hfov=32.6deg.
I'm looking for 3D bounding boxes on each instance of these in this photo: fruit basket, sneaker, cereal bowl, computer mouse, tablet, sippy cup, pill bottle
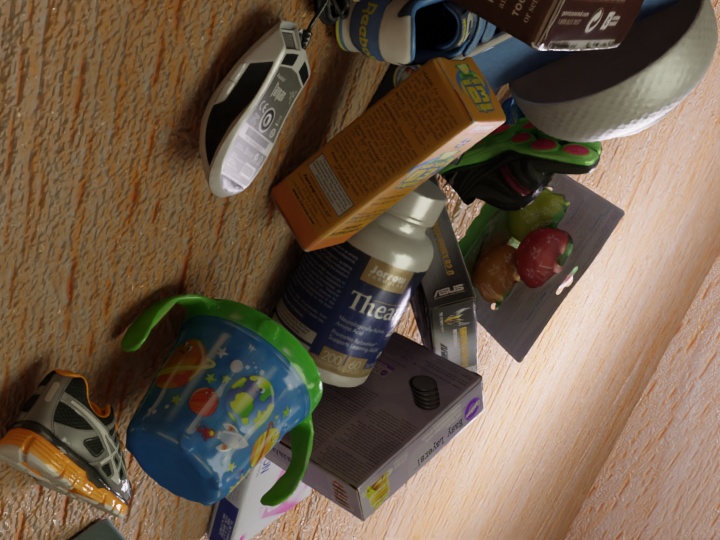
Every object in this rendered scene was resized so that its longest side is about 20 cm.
[{"bbox_3d":[0.185,-0.014,1.302,0.094,0.200,0.185,29,99,-31],"label":"fruit basket"},{"bbox_3d":[-0.217,0.140,0.970,0.200,0.078,0.077,85,24,-68],"label":"sneaker"},{"bbox_3d":[0.244,-0.187,1.153,0.200,0.200,0.083,-47,120,-19],"label":"cereal bowl"},{"bbox_3d":[0.077,-0.210,1.006,0.200,0.082,0.074,-26,127,-32],"label":"sneaker"},{"bbox_3d":[-0.070,-0.149,0.901,0.200,0.044,0.110,-60,163,-2],"label":"computer mouse"},{"bbox_3d":[0.177,-0.212,1.081,0.200,0.014,0.130,-24,169,23],"label":"tablet"},{"bbox_3d":[-0.120,0.115,1.013,0.130,0.178,0.140,-55,173,-34],"label":"sippy cup"},{"bbox_3d":[0.000,0.000,1.156,0.111,0.111,0.200,-7,128,-62],"label":"pill bottle"},{"bbox_3d":[0.167,-0.106,1.248,0.077,0.200,0.084,-44,116,-32],"label":"sneaker"}]

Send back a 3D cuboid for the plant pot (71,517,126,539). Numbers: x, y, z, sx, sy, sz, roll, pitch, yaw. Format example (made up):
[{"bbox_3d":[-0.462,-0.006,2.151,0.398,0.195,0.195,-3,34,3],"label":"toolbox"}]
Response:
[{"bbox_3d":[-0.240,0.389,1.101,0.196,0.200,0.197,-33,150,-44],"label":"plant pot"}]

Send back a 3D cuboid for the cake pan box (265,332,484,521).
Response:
[{"bbox_3d":[-0.010,0.134,1.220,0.184,0.200,0.052,-37,136,-34],"label":"cake pan box"}]

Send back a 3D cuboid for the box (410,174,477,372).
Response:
[{"bbox_3d":[0.078,0.014,1.282,0.048,0.159,0.200,-14,150,-2],"label":"box"}]

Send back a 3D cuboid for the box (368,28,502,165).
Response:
[{"bbox_3d":[0.094,-0.200,1.156,0.200,0.044,0.160,-61,157,14],"label":"box"}]

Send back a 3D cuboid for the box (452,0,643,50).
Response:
[{"bbox_3d":[0.115,-0.276,0.883,0.166,0.200,0.164,-17,137,-56],"label":"box"}]

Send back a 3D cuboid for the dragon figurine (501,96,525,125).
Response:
[{"bbox_3d":[0.189,-0.167,1.376,0.099,0.059,0.200,-22,141,-53],"label":"dragon figurine"}]

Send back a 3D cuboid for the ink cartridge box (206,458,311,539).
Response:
[{"bbox_3d":[-0.077,0.198,1.377,0.200,0.043,0.197,-30,147,-44],"label":"ink cartridge box"}]

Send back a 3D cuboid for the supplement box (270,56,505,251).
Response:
[{"bbox_3d":[0.021,-0.095,1.021,0.200,0.069,0.067,-38,168,32],"label":"supplement box"}]
